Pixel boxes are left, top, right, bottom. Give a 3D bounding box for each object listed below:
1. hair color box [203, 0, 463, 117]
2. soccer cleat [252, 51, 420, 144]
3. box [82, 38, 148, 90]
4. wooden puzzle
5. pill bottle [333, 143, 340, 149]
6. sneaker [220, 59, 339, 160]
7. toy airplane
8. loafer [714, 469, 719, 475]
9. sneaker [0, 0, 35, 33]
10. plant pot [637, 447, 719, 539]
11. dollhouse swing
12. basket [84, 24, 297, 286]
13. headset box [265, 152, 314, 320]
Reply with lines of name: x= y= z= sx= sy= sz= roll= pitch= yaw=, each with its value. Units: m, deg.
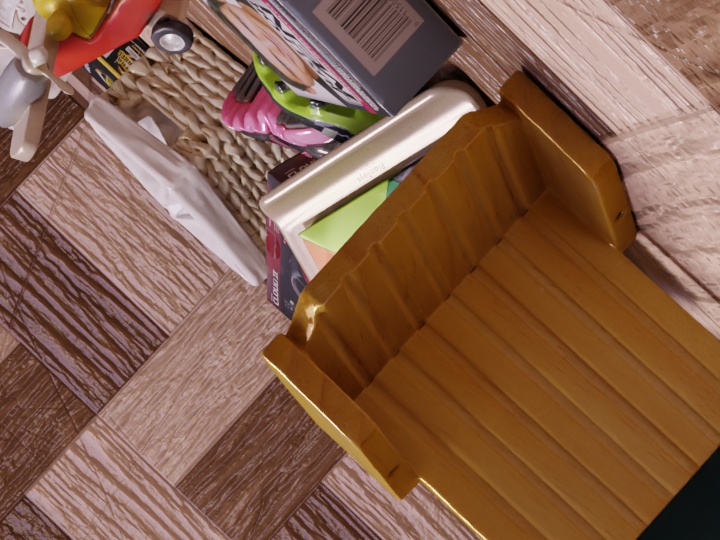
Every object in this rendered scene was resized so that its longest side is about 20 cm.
hair color box: x=-0.024 y=-0.147 z=1.288 sx=0.099 sy=0.061 sz=0.200 roll=45 pitch=175 yaw=-17
soccer cleat: x=0.008 y=-0.095 z=1.417 sx=0.200 sy=0.068 sz=0.081 roll=36 pitch=170 yaw=35
box: x=-0.228 y=-0.194 z=2.387 sx=0.160 sy=0.049 sz=0.200 roll=42 pitch=174 yaw=-1
wooden puzzle: x=0.045 y=0.008 z=1.347 sx=0.185 sy=0.037 sz=0.201 roll=-30 pitch=95 yaw=42
pill bottle: x=0.051 y=-0.004 z=1.539 sx=0.111 sy=0.111 sz=0.200 roll=38 pitch=172 yaw=40
sneaker: x=-0.030 y=-0.107 z=1.606 sx=0.095 sy=0.079 sz=0.200 roll=33 pitch=180 yaw=-26
toy airplane: x=-0.227 y=-0.191 z=1.661 sx=0.141 sy=0.200 sz=0.200 roll=35 pitch=-178 yaw=-37
loafer: x=0.294 y=0.190 z=1.469 sx=0.200 sy=0.072 sz=0.073 roll=41 pitch=175 yaw=28
sneaker: x=-0.343 y=-0.288 z=2.324 sx=0.073 sy=0.085 sz=0.200 roll=42 pitch=173 yaw=28
plant pot: x=0.153 y=0.124 z=1.442 sx=0.200 sy=0.200 sz=0.188 roll=48 pitch=-173 yaw=-39
dollhouse swing: x=0.090 y=0.048 z=1.201 sx=0.176 sy=0.200 sz=0.182 roll=41 pitch=174 yaw=22
basket: x=-0.125 y=-0.102 z=1.973 sx=0.135 sy=0.123 sz=0.200 roll=39 pitch=174 yaw=32
headset box: x=0.000 y=0.000 z=1.829 sx=0.200 sy=0.075 sz=0.149 roll=39 pitch=145 yaw=31
